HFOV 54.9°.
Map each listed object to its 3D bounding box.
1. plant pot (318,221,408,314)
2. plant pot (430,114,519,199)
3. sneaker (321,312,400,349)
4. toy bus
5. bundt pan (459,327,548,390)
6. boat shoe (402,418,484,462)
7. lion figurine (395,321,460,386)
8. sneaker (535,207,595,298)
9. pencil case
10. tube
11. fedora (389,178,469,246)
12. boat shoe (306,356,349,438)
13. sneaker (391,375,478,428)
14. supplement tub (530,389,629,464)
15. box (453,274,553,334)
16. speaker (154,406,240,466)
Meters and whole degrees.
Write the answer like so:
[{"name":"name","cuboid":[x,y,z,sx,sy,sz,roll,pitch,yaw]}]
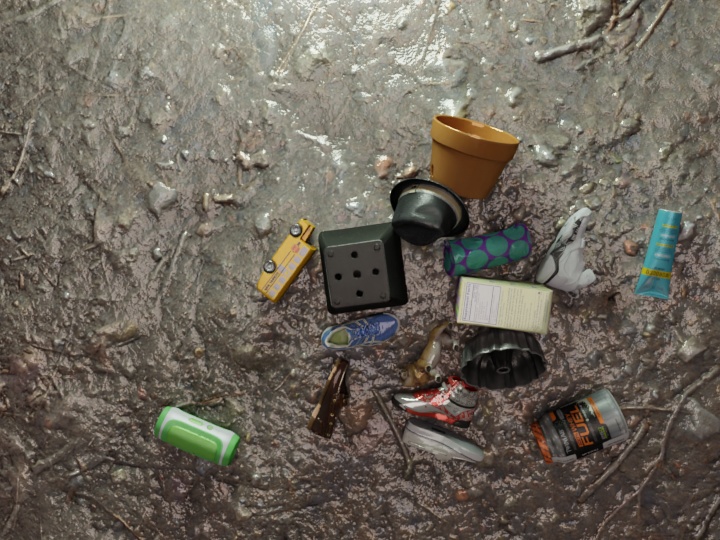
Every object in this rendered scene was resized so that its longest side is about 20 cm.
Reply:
[{"name":"plant pot","cuboid":[0.000,0.000,1.586,0.196,0.177,0.203,-7,93,5]},{"name":"plant pot","cuboid":[0.239,-0.249,1.547,0.197,0.200,0.142,17,112,3]},{"name":"sneaker","cuboid":[0.001,0.152,1.648,0.197,0.077,0.077,-17,91,5]},{"name":"toy bus","cuboid":[-0.170,-0.026,1.654,0.078,0.065,0.201,37,97,1]},{"name":"bundt pan","cuboid":[0.321,0.196,1.583,0.199,0.203,0.077,-5,53,5]},{"name":"boat shoe","cuboid":[0.195,0.422,1.657,0.198,0.072,0.067,21,101,4]},{"name":"lion figurine","cuboid":[0.168,0.194,1.636,0.072,0.122,0.201,39,81,-15]},{"name":"sneaker","cuboid":[0.498,-0.037,1.593,0.114,0.075,0.202,30,101,1]},{"name":"pencil case","cuboid":[0.287,-0.050,1.588,0.197,0.086,0.093,-12,51,-5]},{"name":"tube","cuboid":[0.689,-0.038,1.591,0.076,0.050,0.203,10,101,12]},{"name":"fedora","cuboid":[0.141,-0.113,1.554,0.199,0.201,0.092,31,61,2]},{"name":"boat shoe","cuboid":[-0.063,0.308,1.671,0.070,0.070,0.202,24,105,10]},{"name":"sneaker","cuboid":[0.180,0.294,1.647,0.199,0.067,0.109,17,101,-2]},{"name":"supplement tub","cuboid":[0.502,0.365,1.599,0.198,0.123,0.124,-24,92,6]},{"name":"box","cuboid":[0.315,0.072,1.564,0.197,0.176,0.098,8,95,4]},{"name":"speaker","cuboid":[-0.400,0.406,1.701,0.198,0.088,0.090,22,96,3]}]
